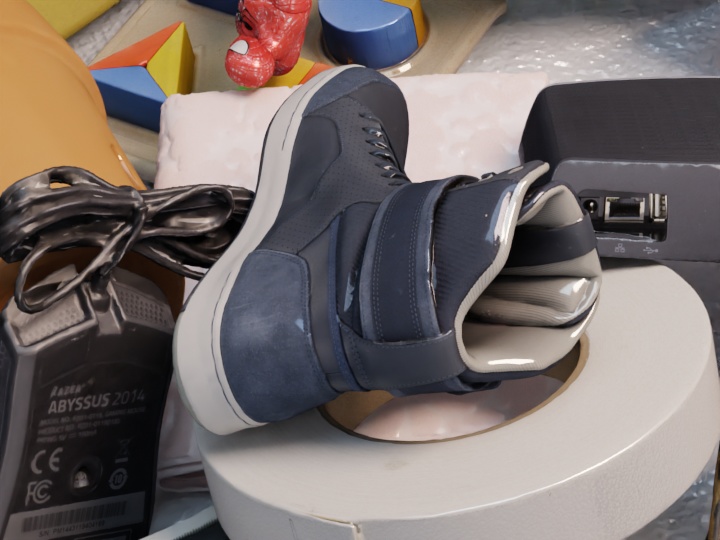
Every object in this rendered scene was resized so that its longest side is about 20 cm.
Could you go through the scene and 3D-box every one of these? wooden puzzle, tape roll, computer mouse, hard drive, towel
[{"bbox_3d":[-0.049,-0.113,1.042,0.184,0.046,0.200,19,51,27],"label":"wooden puzzle"},{"bbox_3d":[0.036,0.050,0.775,0.201,0.037,0.203,-11,27,6],"label":"tape roll"},{"bbox_3d":[-0.115,0.053,0.800,0.053,0.201,0.138,25,15,39],"label":"computer mouse"},{"bbox_3d":[0.168,-0.043,0.850,0.199,0.043,0.135,1,23,1],"label":"hard drive"},{"bbox_3d":[0.000,0.000,0.907,0.190,0.032,0.201,-4,56,4],"label":"towel"}]

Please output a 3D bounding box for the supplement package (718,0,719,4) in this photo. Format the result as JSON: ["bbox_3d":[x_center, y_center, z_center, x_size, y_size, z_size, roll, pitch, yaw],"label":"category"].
[{"bbox_3d":[0.272,-0.178,0.972,0.200,0.117,0.117,-38,11,-26],"label":"supplement package"}]

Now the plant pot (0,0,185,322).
[{"bbox_3d":[-0.168,-0.004,0.853,0.200,0.201,0.140,-34,55,-23],"label":"plant pot"}]

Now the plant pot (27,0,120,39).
[{"bbox_3d":[-0.227,-0.211,1.069,0.199,0.200,0.177,21,67,36],"label":"plant pot"}]

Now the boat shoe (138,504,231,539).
[{"bbox_3d":[-0.057,0.134,0.774,0.200,0.076,0.060,-38,45,-25],"label":"boat shoe"}]

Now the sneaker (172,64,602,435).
[{"bbox_3d":[0.027,-0.021,0.775,0.145,0.077,0.203,-13,34,27],"label":"sneaker"}]

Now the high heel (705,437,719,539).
[{"bbox_3d":[0.154,0.089,0.734,0.071,0.143,0.201,3,45,11],"label":"high heel"}]

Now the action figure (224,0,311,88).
[{"bbox_3d":[-0.039,-0.157,1.009,0.051,0.066,0.201,14,44,-7],"label":"action figure"}]
